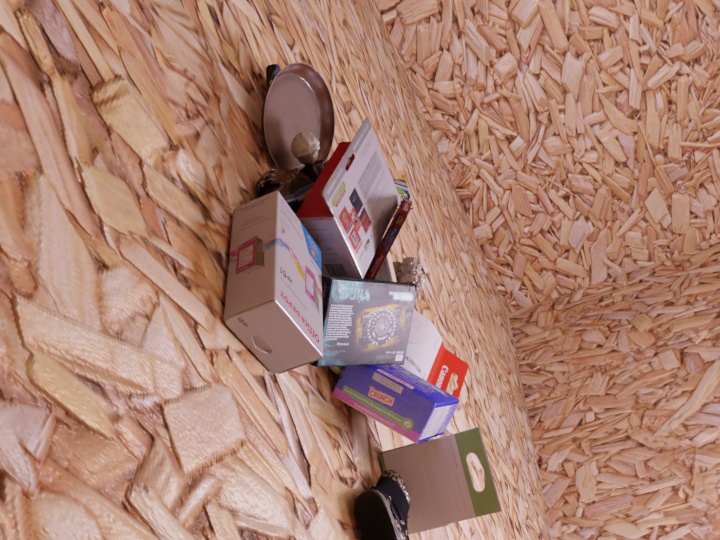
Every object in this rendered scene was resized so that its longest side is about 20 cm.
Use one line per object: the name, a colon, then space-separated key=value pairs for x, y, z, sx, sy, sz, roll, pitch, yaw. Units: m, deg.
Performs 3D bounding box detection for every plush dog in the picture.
plush dog: x=0.023 y=0.002 z=1.438 sx=0.174 sy=0.158 sz=0.200 roll=57 pitch=-12 yaw=2

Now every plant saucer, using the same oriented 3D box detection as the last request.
plant saucer: x=-0.116 y=-0.266 z=1.274 sx=0.198 sy=0.031 sz=0.207 roll=-14 pitch=107 yaw=-53

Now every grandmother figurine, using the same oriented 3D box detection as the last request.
grandmother figurine: x=-0.081 y=-0.149 z=1.275 sx=0.120 sy=0.060 sz=0.205 roll=-35 pitch=122 yaw=-38

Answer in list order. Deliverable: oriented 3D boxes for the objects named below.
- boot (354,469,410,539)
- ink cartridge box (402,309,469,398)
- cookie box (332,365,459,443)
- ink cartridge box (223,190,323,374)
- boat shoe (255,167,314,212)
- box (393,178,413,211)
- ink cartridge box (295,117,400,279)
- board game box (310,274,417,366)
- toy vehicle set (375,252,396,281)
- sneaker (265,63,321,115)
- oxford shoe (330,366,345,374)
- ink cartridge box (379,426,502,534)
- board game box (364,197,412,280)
boot: x=0.058 y=0.433 z=1.137 sx=0.153 sy=0.072 sz=0.209 roll=-8 pitch=79 yaw=-76
ink cartridge box: x=0.134 y=0.178 z=1.454 sx=0.197 sy=0.058 sz=0.164 roll=30 pitch=41 yaw=2
cookie box: x=0.066 y=0.219 z=1.226 sx=0.077 sy=0.168 sz=0.199 roll=-64 pitch=159 yaw=1
ink cartridge box: x=-0.117 y=0.017 z=0.996 sx=0.145 sy=0.083 sz=0.204 roll=54 pitch=25 yaw=-45
boat shoe: x=-0.134 y=-0.122 z=1.139 sx=0.073 sy=0.072 sz=0.200 roll=51 pitch=21 yaw=0
box: x=0.020 y=-0.152 z=1.513 sx=0.197 sy=0.064 sz=0.072 roll=-7 pitch=76 yaw=-44
ink cartridge box: x=-0.024 y=-0.118 z=1.159 sx=0.202 sy=0.082 sz=0.178 roll=-63 pitch=140 yaw=-39
board game box: x=0.008 y=0.082 z=1.131 sx=0.197 sy=0.028 sz=0.140 roll=6 pitch=97 yaw=-43
toy vehicle set: x=0.000 y=0.000 z=1.326 sx=0.026 sy=0.121 sz=0.205 roll=32 pitch=42 yaw=-63
sneaker: x=-0.116 y=-0.326 z=1.363 sx=0.200 sy=0.087 sz=0.080 roll=49 pitch=25 yaw=-52
oxford shoe: x=-0.052 y=0.074 z=1.195 sx=0.075 sy=0.056 sz=0.206 roll=4 pitch=70 yaw=-74
ink cartridge box: x=0.141 y=0.371 z=1.250 sx=0.048 sy=0.195 sz=0.150 roll=23 pitch=50 yaw=-68
board game box: x=0.033 y=-0.024 z=1.219 sx=0.019 sy=0.203 sz=0.103 roll=27 pitch=17 yaw=0
